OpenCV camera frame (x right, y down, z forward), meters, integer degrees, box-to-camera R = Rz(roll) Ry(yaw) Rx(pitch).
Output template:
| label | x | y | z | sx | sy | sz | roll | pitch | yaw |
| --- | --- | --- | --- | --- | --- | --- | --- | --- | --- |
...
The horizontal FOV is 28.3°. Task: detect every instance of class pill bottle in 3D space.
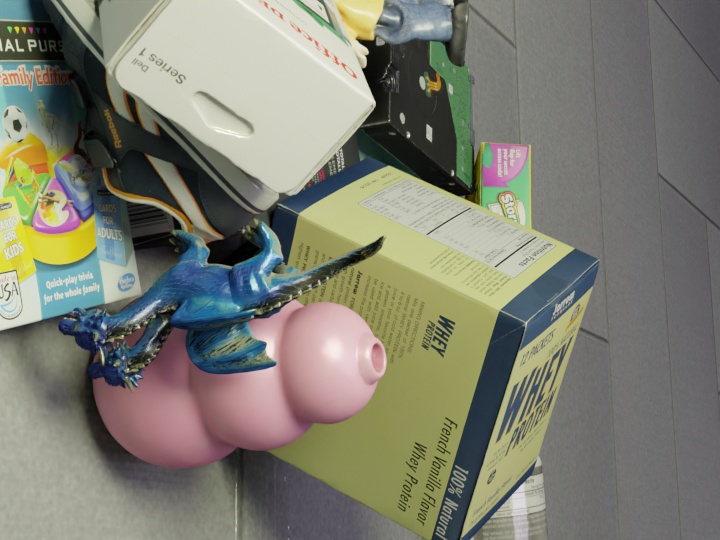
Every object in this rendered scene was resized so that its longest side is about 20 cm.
| label | x | y | z | sx | sy | sz | roll | pitch | yaw |
| --- | --- | --- | --- | --- | --- | --- | --- | --- | --- |
| pill bottle | 0.128 | 0.237 | 1.417 | 0.114 | 0.114 | 0.201 | 4 | 79 | -63 |

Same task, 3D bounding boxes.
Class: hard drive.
| label | x | y | z | sx | sy | sz | roll | pitch | yaw |
| --- | --- | --- | --- | --- | --- | --- | --- | --- | --- |
| hard drive | 0.057 | -0.167 | 1.381 | 0.200 | 0.038 | 0.140 | 30 | 57 | -58 |

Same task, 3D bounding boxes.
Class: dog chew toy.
| label | x | y | z | sx | sy | sz | roll | pitch | yaw |
| --- | --- | --- | --- | --- | --- | --- | --- | --- | --- |
| dog chew toy | -0.077 | 0.067 | 0.946 | 0.124 | 0.200 | 0.125 | 24 | 62 | -61 |

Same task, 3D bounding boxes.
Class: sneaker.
| label | x | y | z | sx | sy | sz | roll | pitch | yaw |
| --- | --- | --- | --- | --- | --- | --- | --- | --- | --- |
| sneaker | -0.144 | -0.097 | 0.891 | 0.200 | 0.079 | 0.078 | 50 | 15 | -10 |

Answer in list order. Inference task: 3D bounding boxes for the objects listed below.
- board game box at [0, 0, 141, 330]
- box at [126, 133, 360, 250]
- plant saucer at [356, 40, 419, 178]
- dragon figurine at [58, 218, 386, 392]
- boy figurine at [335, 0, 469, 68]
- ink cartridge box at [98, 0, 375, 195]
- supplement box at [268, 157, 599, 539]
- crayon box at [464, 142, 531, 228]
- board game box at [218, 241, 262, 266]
| label | x | y | z | sx | sy | sz | roll | pitch | yaw |
| --- | --- | --- | --- | --- | --- | --- | --- | --- | --- |
| board game box | -0.211 | -0.070 | 0.882 | 0.151 | 0.047 | 0.201 | -18 | 100 | -64 |
| box | -0.090 | -0.088 | 1.065 | 0.200 | 0.106 | 0.123 | -14 | 96 | -63 |
| plant saucer | 0.000 | -0.135 | 1.339 | 0.200 | 0.036 | 0.201 | 23 | 64 | -61 |
| dragon figurine | -0.080 | 0.025 | 0.866 | 0.059 | 0.200 | 0.100 | 71 | 25 | -46 |
| boy figurine | -0.013 | -0.203 | 1.136 | 0.065 | 0.199 | 0.125 | 92 | -1 | -45 |
| ink cartridge box | -0.083 | -0.158 | 0.881 | 0.146 | 0.084 | 0.200 | 33 | 22 | -32 |
| supplement box | 0.037 | 0.057 | 1.041 | 0.134 | 0.200 | 0.200 | -33 | 142 | -53 |
| crayon box | 0.137 | -0.005 | 1.472 | 0.173 | 0.058 | 0.200 | 95 | -3 | -68 |
| board game box | -0.055 | 0.028 | 1.196 | 0.200 | 0.029 | 0.135 | -44 | 122 | -59 |
